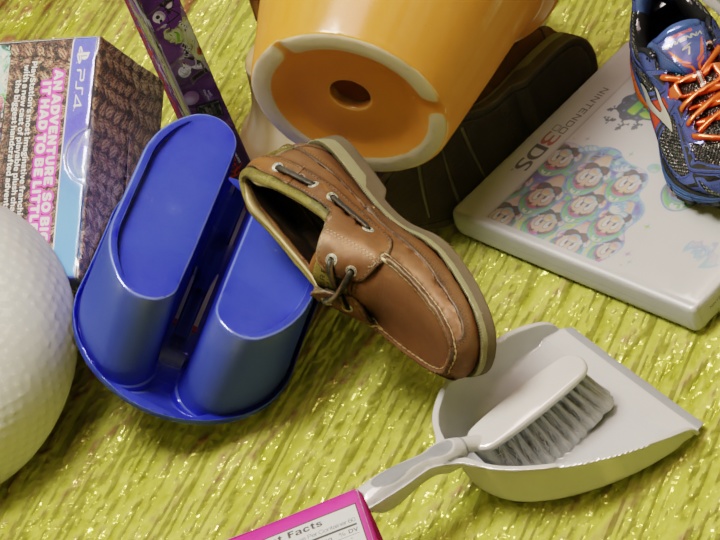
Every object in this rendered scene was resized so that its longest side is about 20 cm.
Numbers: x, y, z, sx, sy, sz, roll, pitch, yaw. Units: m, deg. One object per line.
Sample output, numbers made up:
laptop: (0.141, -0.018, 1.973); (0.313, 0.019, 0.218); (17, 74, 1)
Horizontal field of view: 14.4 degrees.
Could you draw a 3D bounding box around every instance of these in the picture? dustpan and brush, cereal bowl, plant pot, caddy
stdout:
dustpan and brush: (0.074, 0.096, 1.607); (0.200, 0.057, 0.140); (-35, 42, -16)
cereal bowl: (-0.278, 0.043, 1.732); (0.200, 0.083, 0.200); (-4, 80, 22)
plant pot: (0.019, -0.169, 1.736); (0.200, 0.200, 0.183); (1, 51, 25)
caddy: (-0.093, 0.003, 1.743); (0.141, 0.105, 0.200); (23, 48, -2)

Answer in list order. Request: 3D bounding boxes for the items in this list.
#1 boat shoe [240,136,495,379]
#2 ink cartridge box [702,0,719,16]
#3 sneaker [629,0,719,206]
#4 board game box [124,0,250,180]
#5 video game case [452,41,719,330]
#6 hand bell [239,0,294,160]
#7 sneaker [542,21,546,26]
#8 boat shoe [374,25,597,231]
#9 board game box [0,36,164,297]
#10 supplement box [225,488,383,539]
boat shoe: (0.000, 0.000, 1.646); (0.068, 0.072, 0.200); (-13, 41, -32)
ink cartridge box: (0.330, -0.173, 1.775); (0.200, 0.050, 0.161); (-26, 61, -36)
sneaker: (0.201, -0.110, 1.731); (0.075, 0.078, 0.200); (-24, 39, -1)
board game box: (-0.120, -0.140, 1.849); (0.032, 0.200, 0.120); (-25, 39, -2)
video game case: (0.186, -0.057, 1.758); (0.200, 0.024, 0.182); (24, 57, 40)
hand bell: (-0.061, -0.167, 1.854); (0.104, 0.200, 0.104); (-13, 41, 11)
sneaker: (0.029, -0.179, 1.916); (0.200, 0.073, 0.072); (11, 23, 14)
boat shoe: (0.063, -0.089, 1.821); (0.200, 0.072, 0.068); (-35, 37, -30)
board game box: (-0.241, -0.056, 1.839); (0.200, 0.097, 0.160); (-1, 75, 22)
supplement box: (-0.010, 0.225, 1.469); (0.103, 0.101, 0.200); (-21, 39, 2)
